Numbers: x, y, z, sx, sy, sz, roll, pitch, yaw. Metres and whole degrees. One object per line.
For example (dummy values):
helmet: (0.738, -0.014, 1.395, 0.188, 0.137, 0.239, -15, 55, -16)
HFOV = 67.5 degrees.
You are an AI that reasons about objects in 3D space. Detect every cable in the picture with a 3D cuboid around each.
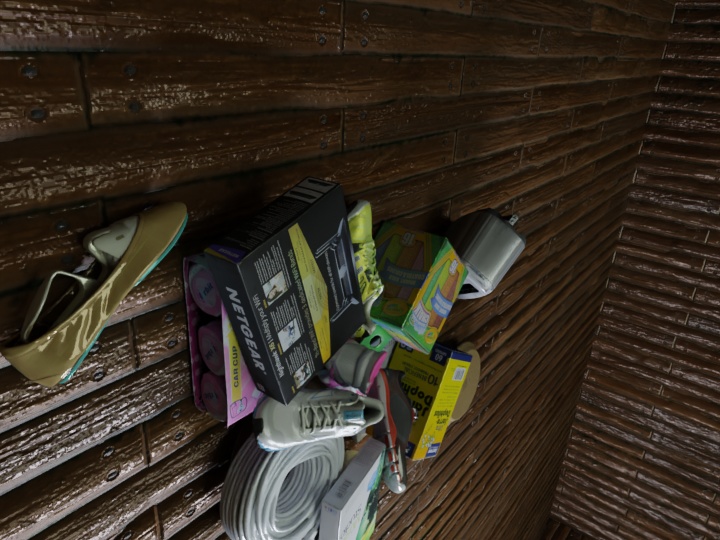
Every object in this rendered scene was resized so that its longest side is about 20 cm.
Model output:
cable: (-0.100, 0.286, 0.736, 0.201, 0.069, 0.200, -58, 144, -20)

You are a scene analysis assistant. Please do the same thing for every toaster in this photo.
toaster: (0.206, -0.026, 0.977, 0.113, 0.200, 0.130, 39, 75, -11)

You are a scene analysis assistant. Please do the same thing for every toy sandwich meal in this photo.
toy sandwich meal: (0.201, 0.252, 1.208, 0.205, 0.070, 0.207, -24, 120, -49)

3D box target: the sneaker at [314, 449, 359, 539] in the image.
sneaker: (-0.046, 0.384, 0.913, 0.112, 0.076, 0.200, -64, 159, 11)

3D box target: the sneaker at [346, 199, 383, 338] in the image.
sneaker: (0.000, 0.000, 0.770, 0.075, 0.076, 0.202, -25, 125, -62)

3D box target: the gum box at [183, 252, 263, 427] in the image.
gum box: (-0.136, 0.072, 0.633, 0.113, 0.066, 0.202, -24, 125, -49)

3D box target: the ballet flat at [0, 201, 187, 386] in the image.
ballet flat: (-0.230, 0.005, 0.472, 0.063, 0.068, 0.201, 46, 66, -38)

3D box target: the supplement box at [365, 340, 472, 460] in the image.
supplement box: (0.108, 0.225, 0.984, 0.109, 0.108, 0.202, 22, 88, -57)

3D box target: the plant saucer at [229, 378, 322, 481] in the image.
plant saucer: (-0.107, 0.257, 0.800, 0.200, 0.032, 0.202, -28, 126, -45)

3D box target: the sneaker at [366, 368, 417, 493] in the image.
sneaker: (0.065, 0.256, 0.887, 0.081, 0.077, 0.202, -2, 74, -23)

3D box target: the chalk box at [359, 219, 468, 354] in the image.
chalk box: (0.063, 0.046, 0.852, 0.201, 0.123, 0.124, -63, 145, -12)

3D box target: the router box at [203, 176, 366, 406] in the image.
router box: (-0.070, 0.023, 0.595, 0.157, 0.052, 0.201, -43, 137, -37)

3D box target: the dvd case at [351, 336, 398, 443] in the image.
dvd case: (0.032, 0.196, 0.977, 0.142, 0.017, 0.202, -30, 129, -44)

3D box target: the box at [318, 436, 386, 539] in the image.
box: (-0.015, 0.380, 0.833, 0.144, 0.036, 0.202, -38, 141, -53)

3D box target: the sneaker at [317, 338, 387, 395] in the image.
sneaker: (-0.023, 0.144, 0.803, 0.082, 0.088, 0.200, -60, 176, -26)

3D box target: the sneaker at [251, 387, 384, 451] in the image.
sneaker: (-0.043, 0.173, 0.659, 0.199, 0.086, 0.076, 6, 76, -53)
